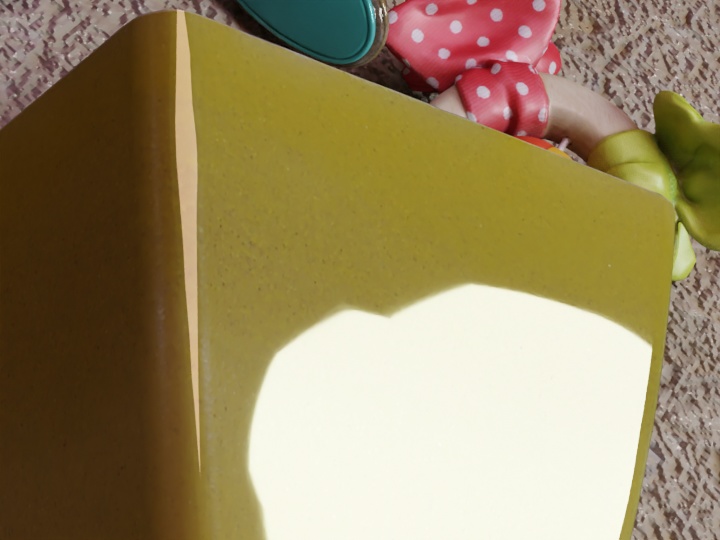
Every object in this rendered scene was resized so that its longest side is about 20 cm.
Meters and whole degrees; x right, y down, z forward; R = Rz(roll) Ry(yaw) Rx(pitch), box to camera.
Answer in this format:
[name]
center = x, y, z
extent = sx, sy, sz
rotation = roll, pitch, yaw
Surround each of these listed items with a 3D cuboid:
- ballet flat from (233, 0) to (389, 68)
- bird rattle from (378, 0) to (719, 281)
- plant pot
[ballet flat]
center = -0.062, -0.176, 1.128
extent = 0.200, 0.068, 0.072
rotation = 36, 22, 1
[bird rattle]
center = 0.085, -0.054, 1.097
extent = 0.200, 0.113, 0.163
rotation = 37, 57, 1
[plant pot]
center = -0.033, 0.069, 0.698
extent = 0.200, 0.200, 0.177
rotation = 18, 56, -34
